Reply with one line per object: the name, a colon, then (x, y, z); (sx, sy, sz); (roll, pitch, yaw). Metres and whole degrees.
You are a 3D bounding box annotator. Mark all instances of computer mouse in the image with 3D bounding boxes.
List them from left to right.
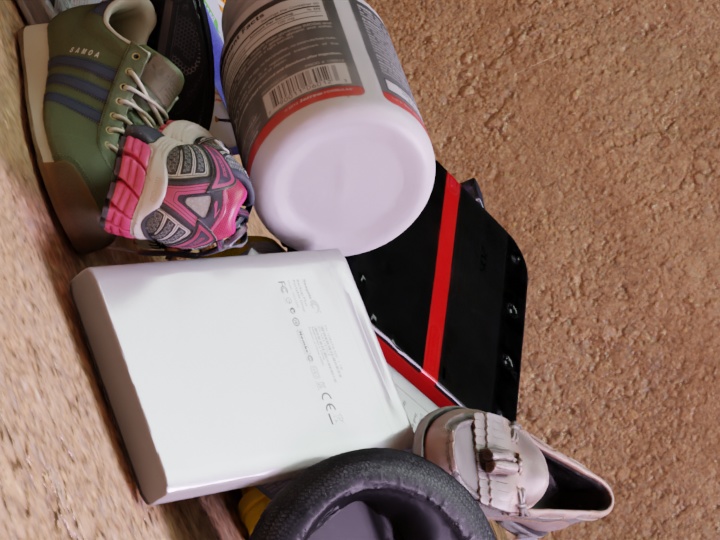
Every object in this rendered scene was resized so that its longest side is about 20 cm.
computer mouse: (-0.117, -0.140, 1.400); (0.138, 0.053, 0.201); (35, -64, 59)

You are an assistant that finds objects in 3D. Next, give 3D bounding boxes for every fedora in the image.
fedora: (-0.007, 0.200, 1.244); (0.092, 0.200, 0.201); (1, -60, 60)

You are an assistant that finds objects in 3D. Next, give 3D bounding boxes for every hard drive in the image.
hard drive: (-0.063, 0.056, 1.228); (0.200, 0.027, 0.132); (-5, 68, -48)

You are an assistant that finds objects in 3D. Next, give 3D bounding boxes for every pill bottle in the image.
pill bottle: (-0.027, -0.110, 1.376); (0.200, 0.116, 0.116); (-107, 172, -51)

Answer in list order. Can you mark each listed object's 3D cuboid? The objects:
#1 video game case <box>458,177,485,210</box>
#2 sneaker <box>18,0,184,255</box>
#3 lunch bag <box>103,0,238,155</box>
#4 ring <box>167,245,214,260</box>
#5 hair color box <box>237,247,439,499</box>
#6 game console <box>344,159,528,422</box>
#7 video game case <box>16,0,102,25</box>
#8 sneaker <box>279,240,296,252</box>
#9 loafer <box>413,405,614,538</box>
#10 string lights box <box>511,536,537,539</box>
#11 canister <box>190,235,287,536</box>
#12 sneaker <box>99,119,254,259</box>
video game case: (-0.001, -0.018, 1.636); (0.143, 0.199, 0.019); (-78, 146, -82)
sneaker: (-0.149, -0.100, 1.300); (0.201, 0.090, 0.067); (-108, 173, -47)
lunch bag: (-0.132, -0.187, 1.718); (0.200, 0.123, 0.170); (-123, -173, -70)
ring: (-0.108, 0.011, 1.630); (0.200, 0.019, 0.201); (-24, 90, -84)
hair color box: (-0.026, 0.091, 1.312); (0.200, 0.061, 0.099); (41, 41, -20)
game console: (0.047, 0.010, 1.432); (0.177, 0.031, 0.200); (42, 36, -28)
video game case: (-0.218, -0.211, 1.478); (0.200, 0.023, 0.182); (-100, 166, -66)
sneaker: (0.000, 0.000, 1.476); (0.201, 0.079, 0.075); (63, 7, -13)
loafer: (0.097, 0.123, 1.330); (0.200, 0.063, 0.072); (30, 57, -60)
string lights box: (0.066, 0.267, 1.415); (0.200, 0.059, 0.103); (-54, -131, 47)
canister: (-0.049, 0.092, 1.456); (0.149, 0.086, 0.201); (52, 16, -62)
sneaker: (-0.095, -0.039, 1.254); (0.200, 0.074, 0.081); (-44, 151, -82)
